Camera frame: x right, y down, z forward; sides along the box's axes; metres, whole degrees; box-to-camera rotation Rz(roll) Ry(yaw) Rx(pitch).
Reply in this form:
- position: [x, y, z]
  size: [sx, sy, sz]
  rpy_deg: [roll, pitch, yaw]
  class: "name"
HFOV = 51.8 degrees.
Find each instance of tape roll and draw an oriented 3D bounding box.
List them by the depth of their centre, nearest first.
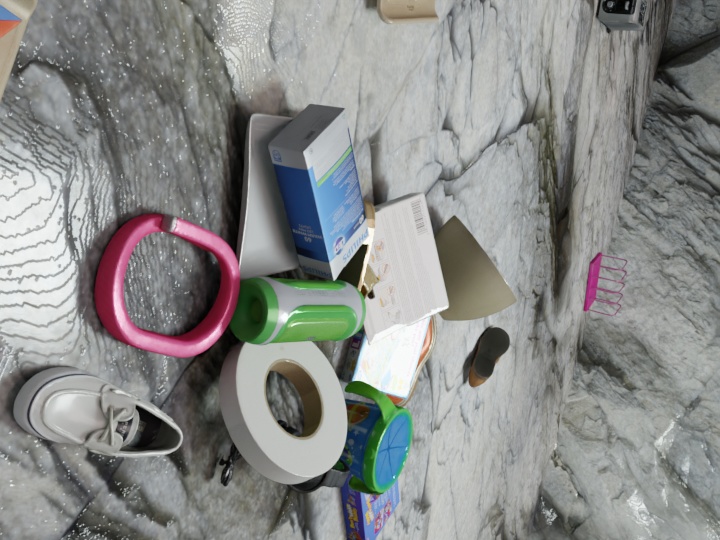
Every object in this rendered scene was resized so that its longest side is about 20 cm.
- position: [-0.096, 0.170, 0.962]
  size: [0.202, 0.037, 0.206]
  rpy_deg: [34, 40, -35]
  class: "tape roll"

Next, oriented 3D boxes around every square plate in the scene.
- position: [-0.098, -0.099, 0.969]
  size: [0.197, 0.028, 0.204]
  rpy_deg: [-15, 114, -59]
  class: "square plate"

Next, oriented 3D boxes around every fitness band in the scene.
- position: [-0.204, 0.020, 0.814]
  size: [0.199, 0.037, 0.146]
  rpy_deg: [29, 76, -60]
  class: "fitness band"

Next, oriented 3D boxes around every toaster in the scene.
- position: [0.795, -0.818, 2.224]
  size: [0.199, 0.117, 0.185]
  rpy_deg: [-11, 112, -60]
  class: "toaster"

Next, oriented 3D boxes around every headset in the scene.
- position: [-0.104, 0.270, 1.033]
  size: [0.199, 0.123, 0.095]
  rpy_deg: [29, 85, -43]
  class: "headset"

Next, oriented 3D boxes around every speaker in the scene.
- position: [-0.078, 0.052, 0.966]
  size: [0.198, 0.087, 0.090]
  rpy_deg: [4, 99, -53]
  class: "speaker"

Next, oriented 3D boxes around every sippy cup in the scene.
- position: [0.000, 0.271, 1.200]
  size: [0.139, 0.128, 0.181]
  rpy_deg: [24, 80, -61]
  class: "sippy cup"

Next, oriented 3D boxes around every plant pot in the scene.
- position: [0.184, 0.017, 1.407]
  size: [0.134, 0.202, 0.200]
  rpy_deg: [-36, 147, 4]
  class: "plant pot"

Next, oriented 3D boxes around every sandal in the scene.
- position: [0.003, 0.002, 1.111]
  size: [0.069, 0.077, 0.216]
  rpy_deg: [1, 110, -37]
  class: "sandal"

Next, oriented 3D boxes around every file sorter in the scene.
- position: [0.964, 0.057, 2.904]
  size: [0.138, 0.124, 0.204]
  rpy_deg: [-31, 128, -53]
  class: "file sorter"

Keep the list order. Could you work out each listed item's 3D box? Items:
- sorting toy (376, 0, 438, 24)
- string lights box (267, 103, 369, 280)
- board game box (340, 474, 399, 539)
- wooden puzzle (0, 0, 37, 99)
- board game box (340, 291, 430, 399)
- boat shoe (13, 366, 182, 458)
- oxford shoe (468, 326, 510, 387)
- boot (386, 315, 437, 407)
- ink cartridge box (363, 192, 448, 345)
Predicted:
- position: [0.069, -0.479, 1.116]
  size: [0.184, 0.036, 0.204]
  rpy_deg: [-30, 123, -54]
  class: "sorting toy"
- position: [-0.049, -0.099, 0.967]
  size: [0.103, 0.058, 0.203]
  rpy_deg: [-51, 143, -39]
  class: "string lights box"
- position: [0.019, 0.400, 1.382]
  size: [0.134, 0.044, 0.203]
  rpy_deg: [-43, 138, -46]
  class: "board game box"
- position: [-0.321, -0.152, 0.512]
  size: [0.185, 0.046, 0.204]
  rpy_deg: [33, 73, -61]
  class: "wooden puzzle"
- position: [0.052, 0.107, 1.272]
  size: [0.133, 0.034, 0.204]
  rpy_deg: [22, 82, -36]
  class: "board game box"
- position: [-0.254, 0.153, 0.747]
  size: [0.073, 0.065, 0.200]
  rpy_deg: [-67, 151, -16]
  class: "boat shoe"
- position: [0.313, 0.213, 1.847]
  size: [0.200, 0.071, 0.072]
  rpy_deg: [-46, 167, -45]
  class: "oxford shoe"
- position: [0.078, 0.146, 1.358]
  size: [0.107, 0.074, 0.204]
  rpy_deg: [30, 76, -56]
  class: "boot"
- position: [0.049, -0.005, 1.208]
  size: [0.174, 0.044, 0.204]
  rpy_deg: [-22, 105, -28]
  class: "ink cartridge box"
